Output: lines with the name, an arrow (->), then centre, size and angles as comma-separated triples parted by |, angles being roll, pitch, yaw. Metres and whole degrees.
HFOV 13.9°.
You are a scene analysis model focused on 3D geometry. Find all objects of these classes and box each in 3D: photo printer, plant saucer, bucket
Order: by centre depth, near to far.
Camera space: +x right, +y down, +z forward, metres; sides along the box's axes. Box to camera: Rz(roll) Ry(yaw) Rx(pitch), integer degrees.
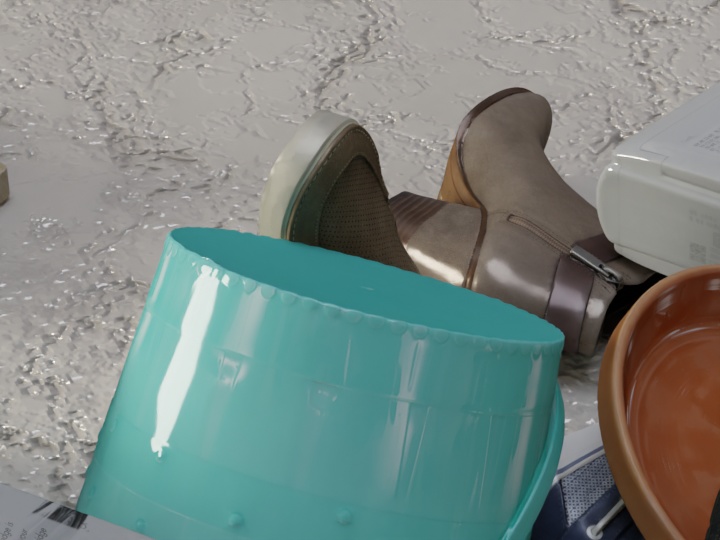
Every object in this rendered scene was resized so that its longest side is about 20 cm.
bucket -> -0.012, 0.069, 1.251 | 0.206, 0.136, 0.207 | 15, 7, -2
plant saucer -> 0.190, 0.088, 1.311 | 0.199, 0.032, 0.201 | 19, 47, -21
photo printer -> 0.241, -0.051, 1.486 | 0.166, 0.070, 0.200 | 20, 37, 36

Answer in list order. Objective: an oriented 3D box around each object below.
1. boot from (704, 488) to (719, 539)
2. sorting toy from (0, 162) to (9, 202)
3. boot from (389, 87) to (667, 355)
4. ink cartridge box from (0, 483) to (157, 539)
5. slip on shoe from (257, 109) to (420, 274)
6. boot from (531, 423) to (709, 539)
boot -> 0.171, 0.136, 1.160 | 0.067, 0.131, 0.201 | 23, 63, -10
sorting toy -> -0.325, -0.055, 1.575 | 0.199, 0.070, 0.199 | 18, 36, 26
boot -> 0.101, -0.021, 1.539 | 0.145, 0.071, 0.200 | 23, 39, 22
ink cartridge box -> -0.140, 0.141, 1.105 | 0.199, 0.068, 0.116 | 20, 31, -1
slip on shoe -> 0.000, 0.000, 1.384 | 0.060, 0.201, 0.076 | 27, 61, 22
boot -> 0.158, 0.100, 1.350 | 0.199, 0.073, 0.090 | -28, 55, -33
